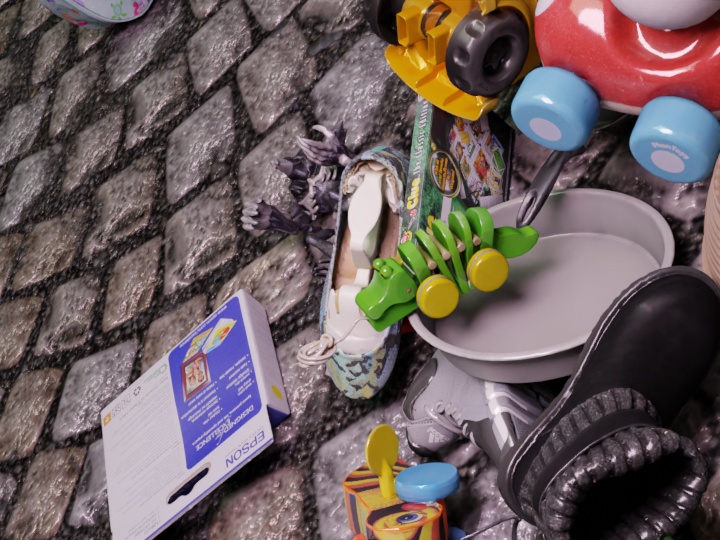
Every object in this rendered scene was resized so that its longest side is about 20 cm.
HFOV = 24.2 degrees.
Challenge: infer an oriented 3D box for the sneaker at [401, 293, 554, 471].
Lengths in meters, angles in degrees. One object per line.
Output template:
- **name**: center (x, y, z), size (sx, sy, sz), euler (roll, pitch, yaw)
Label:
- **sneaker**: center (0.084, 0.115, 1.229), size (0.115, 0.075, 0.201), euler (-44, 25, 22)

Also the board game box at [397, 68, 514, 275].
- **board game box**: center (0.078, -0.059, 1.343), size (0.023, 0.105, 0.202), euler (-21, 46, 36)

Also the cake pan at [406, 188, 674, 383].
- **cake pan**: center (0.131, 0.012, 1.211), size (0.198, 0.037, 0.201), euler (-14, 32, 9)

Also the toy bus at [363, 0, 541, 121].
- **toy bus**: center (0.109, -0.247, 1.298), size (0.191, 0.202, 0.136), euler (-29, 44, -23)

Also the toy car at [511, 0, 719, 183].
- **toy car**: center (0.192, -0.199, 1.133), size (0.175, 0.201, 0.185), euler (18, 65, 25)

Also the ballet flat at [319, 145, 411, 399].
- **ballet flat**: center (0.000, 0.000, 1.321), size (0.074, 0.074, 0.203), euler (0, 84, 49)

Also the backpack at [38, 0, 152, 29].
- **backpack**: center (-0.310, -0.398, 2.030), size (0.150, 0.177, 0.202), euler (9, 71, 57)

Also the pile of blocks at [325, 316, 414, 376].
- **pile of blocks**: center (0.039, 0.005, 1.390), size (0.062, 0.082, 0.202), euler (23, 89, 11)

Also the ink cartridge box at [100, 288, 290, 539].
- **ink cartridge box**: center (-0.149, 0.146, 1.495), size (0.197, 0.047, 0.201), euler (-39, 39, 18)

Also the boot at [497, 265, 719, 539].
- **boot**: center (0.176, 0.089, 1.041), size (0.212, 0.079, 0.158), euler (-54, 7, -5)

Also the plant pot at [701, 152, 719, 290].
- **plant pot**: center (0.294, -0.049, 1.092), size (0.200, 0.092, 0.202), euler (-32, 40, 31)

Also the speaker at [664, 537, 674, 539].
- **speaker**: center (0.123, 0.243, 1.053), size (0.199, 0.088, 0.089), euler (-35, 39, 25)

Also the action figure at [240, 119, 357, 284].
- **action figure**: center (-0.040, -0.070, 1.498), size (0.120, 0.101, 0.200), euler (-59, 35, 14)

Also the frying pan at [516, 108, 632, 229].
- **frying pan**: center (0.181, -0.119, 1.252), size (0.114, 0.031, 0.192), euler (-11, 59, 42)

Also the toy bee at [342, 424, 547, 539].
- **toy bee**: center (0.028, 0.174, 1.184), size (0.200, 0.108, 0.132), euler (-31, 75, 63)

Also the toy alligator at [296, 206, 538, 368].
- **toy alligator**: center (0.036, 0.002, 1.192), size (0.198, 0.055, 0.059), euler (-27, 32, -10)
